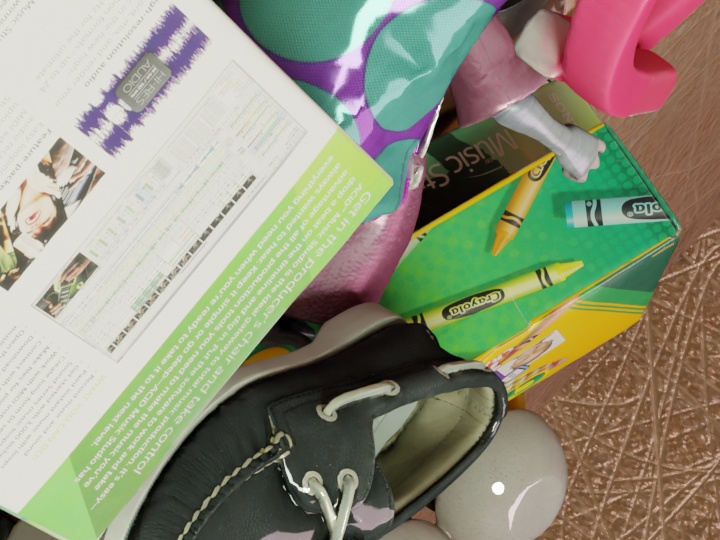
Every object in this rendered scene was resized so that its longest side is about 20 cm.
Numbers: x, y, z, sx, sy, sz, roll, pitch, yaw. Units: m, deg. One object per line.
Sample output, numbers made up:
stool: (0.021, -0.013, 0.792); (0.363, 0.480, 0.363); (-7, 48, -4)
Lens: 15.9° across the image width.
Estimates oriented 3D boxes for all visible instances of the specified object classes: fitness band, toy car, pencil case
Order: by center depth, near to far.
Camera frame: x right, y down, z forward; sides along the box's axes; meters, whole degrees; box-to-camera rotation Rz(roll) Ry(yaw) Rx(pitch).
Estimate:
pencil case: (0.028, -0.112, 0.808); (0.200, 0.092, 0.085); (-53, -157, 11)
fitness band: (0.110, -0.117, 0.822); (0.144, 0.037, 0.200); (-57, 170, 12)
toy car: (-0.002, 0.098, 1.384); (0.200, 0.175, 0.150); (-45, 140, -15)

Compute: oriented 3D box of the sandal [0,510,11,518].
sandal: (-0.117, 0.050, 0.912); (0.201, 0.057, 0.080); (-36, 165, -51)

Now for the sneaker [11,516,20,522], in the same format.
sneaker: (-0.140, 0.113, 0.993); (0.088, 0.081, 0.200); (-53, 169, 18)

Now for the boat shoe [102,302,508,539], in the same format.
boat shoe: (-0.014, 0.065, 0.833); (0.200, 0.060, 0.076); (-39, 147, -53)

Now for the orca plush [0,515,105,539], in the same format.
orca plush: (-0.103, 0.154, 0.861); (0.105, 0.071, 0.200); (18, -99, 56)

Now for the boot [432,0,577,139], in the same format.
boot: (0.075, -0.107, 1.127); (0.188, 0.068, 0.200); (-44, 170, -28)

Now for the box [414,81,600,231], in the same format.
box: (0.000, 0.000, 1.105); (0.200, 0.036, 0.144); (-29, 165, -23)

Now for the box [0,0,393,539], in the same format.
box: (-0.083, -0.013, 0.678); (0.144, 0.036, 0.200); (-50, 148, -1)

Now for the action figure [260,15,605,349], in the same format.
action figure: (0.003, -0.080, 0.917); (0.149, 0.134, 0.200); (8, 123, -31)

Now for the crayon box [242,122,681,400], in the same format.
crayon box: (0.025, 0.030, 1.039); (0.200, 0.058, 0.119); (-31, 166, -11)

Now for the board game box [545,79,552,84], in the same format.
board game box: (0.061, -0.058, 1.312); (0.105, 0.023, 0.200); (-51, 179, 6)
